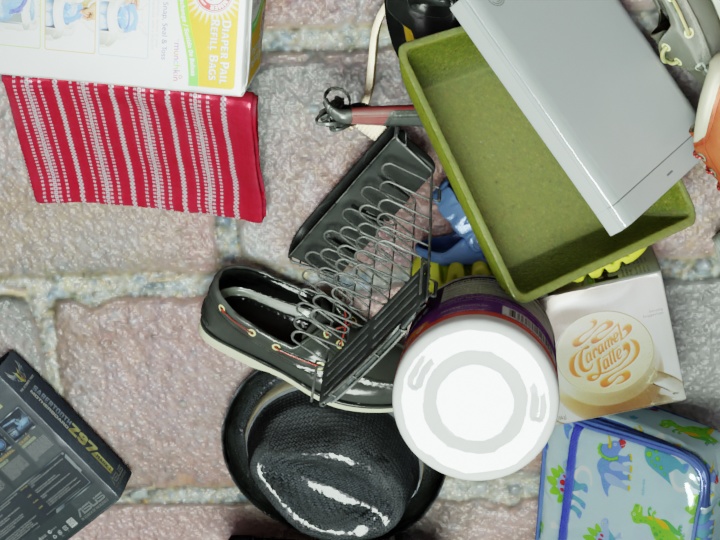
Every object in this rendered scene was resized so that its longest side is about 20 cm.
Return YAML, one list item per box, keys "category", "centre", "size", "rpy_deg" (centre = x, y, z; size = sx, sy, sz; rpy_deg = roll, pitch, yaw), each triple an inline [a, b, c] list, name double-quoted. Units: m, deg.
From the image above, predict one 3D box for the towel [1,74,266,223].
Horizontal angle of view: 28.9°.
- category: "towel"
  centre: [-0.173, -0.095, 1.102]
  size: [0.199, 0.023, 0.145]
  rpy_deg: [5, 142, 3]

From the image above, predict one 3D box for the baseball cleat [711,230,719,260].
- category: "baseball cleat"
  centre: [0.332, -0.049, 1.092]
  size: [0.106, 0.070, 0.201]
  rpy_deg: [1, 110, 4]

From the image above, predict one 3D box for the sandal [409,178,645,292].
- category: "sandal"
  centre: [0.133, -0.036, 1.110]
  size: [0.199, 0.080, 0.088]
  rpy_deg: [-7, 106, 5]

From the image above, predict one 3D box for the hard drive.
- category: "hard drive"
  centre: [0.168, -0.142, 1.028]
  size: [0.200, 0.132, 0.027]
  rpy_deg: [54, 146, -3]

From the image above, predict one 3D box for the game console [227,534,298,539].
- category: "game console"
  centre: [-0.026, 0.292, 1.220]
  size: [0.199, 0.116, 0.177]
  rpy_deg: [4, 110, 3]

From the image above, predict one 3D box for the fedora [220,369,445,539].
- category: "fedora"
  centre: [-0.025, 0.167, 1.185]
  size: [0.199, 0.092, 0.202]
  rpy_deg: [1, 110, 3]

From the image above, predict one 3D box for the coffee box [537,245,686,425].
- category: "coffee box"
  centre: [0.153, 0.061, 1.139]
  size: [0.199, 0.080, 0.115]
  rpy_deg: [-12, 107, 8]

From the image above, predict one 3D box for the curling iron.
- category: "curling iron"
  centre: [0.060, -0.126, 1.075]
  size: [0.199, 0.050, 0.026]
  rpy_deg: [-4, 123, -16]

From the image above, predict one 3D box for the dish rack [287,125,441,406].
- category: "dish rack"
  centre: [0.000, 0.000, 1.058]
  size: [0.054, 0.201, 0.153]
  rpy_deg: [29, 126, -18]

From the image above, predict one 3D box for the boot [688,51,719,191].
- category: "boot"
  centre: [0.293, -0.070, 1.029]
  size: [0.107, 0.075, 0.201]
  rpy_deg: [19, 132, 28]

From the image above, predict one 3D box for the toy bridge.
- category: "toy bridge"
  centre: [0.046, -0.189, 1.084]
  size: [0.067, 0.027, 0.200]
  rpy_deg: [35, 109, -6]

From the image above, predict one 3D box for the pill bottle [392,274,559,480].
- category: "pill bottle"
  centre: [0.085, 0.066, 0.999]
  size: [0.111, 0.200, 0.112]
  rpy_deg: [1, 101, 6]

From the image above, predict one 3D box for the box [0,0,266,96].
- category: "box"
  centre: [-0.174, -0.199, 1.051]
  size: [0.199, 0.113, 0.102]
  rpy_deg: [6, 109, 2]

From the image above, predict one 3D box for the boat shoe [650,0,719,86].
- category: "boat shoe"
  centre: [0.244, -0.190, 1.046]
  size: [0.060, 0.072, 0.203]
  rpy_deg: [-22, 103, 11]

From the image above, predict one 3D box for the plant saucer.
- category: "plant saucer"
  centre: [0.131, -0.090, 1.033]
  size: [0.048, 0.199, 0.201]
  rpy_deg: [-31, 82, 56]

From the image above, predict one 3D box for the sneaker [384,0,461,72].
- category: "sneaker"
  centre: [0.048, -0.238, 1.010]
  size: [0.070, 0.090, 0.201]
  rpy_deg: [7, 98, 13]

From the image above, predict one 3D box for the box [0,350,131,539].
- category: "box"
  centre: [-0.328, 0.190, 1.240]
  size: [0.200, 0.051, 0.158]
  rpy_deg: [-39, 103, 17]

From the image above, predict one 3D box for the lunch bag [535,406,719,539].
- category: "lunch bag"
  centre: [0.222, 0.213, 1.163]
  size: [0.160, 0.082, 0.201]
  rpy_deg: [20, 116, 36]

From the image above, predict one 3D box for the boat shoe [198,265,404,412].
- category: "boat shoe"
  centre: [-0.035, 0.058, 1.150]
  size: [0.200, 0.074, 0.063]
  rpy_deg: [22, 136, 1]
